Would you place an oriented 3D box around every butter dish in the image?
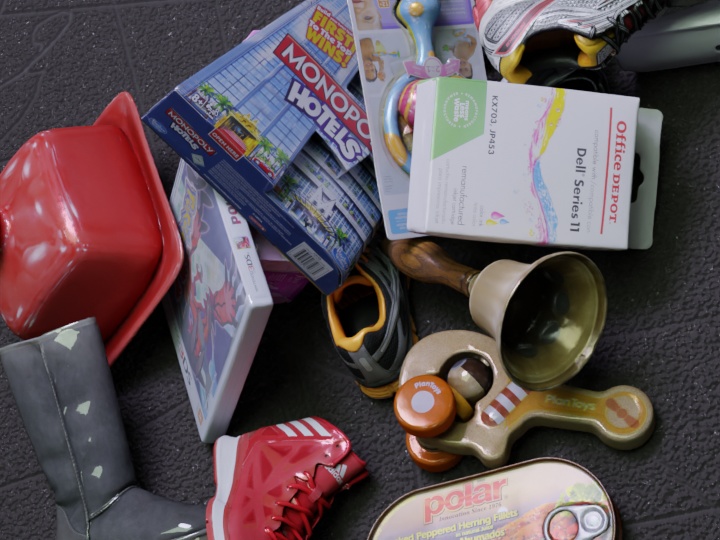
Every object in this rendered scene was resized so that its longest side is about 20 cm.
[{"bbox_3d":[-0.261,-0.028,1.587,0.200,0.147,0.201,-49,49,36],"label":"butter dish"}]

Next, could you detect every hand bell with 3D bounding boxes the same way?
[{"bbox_3d":[0.082,0.009,1.429,0.199,0.104,0.105,26,79,50],"label":"hand bell"}]

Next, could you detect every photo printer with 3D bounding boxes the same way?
[{"bbox_3d":[0.298,-0.248,1.497,0.198,0.069,0.168,-7,65,22],"label":"photo printer"}]

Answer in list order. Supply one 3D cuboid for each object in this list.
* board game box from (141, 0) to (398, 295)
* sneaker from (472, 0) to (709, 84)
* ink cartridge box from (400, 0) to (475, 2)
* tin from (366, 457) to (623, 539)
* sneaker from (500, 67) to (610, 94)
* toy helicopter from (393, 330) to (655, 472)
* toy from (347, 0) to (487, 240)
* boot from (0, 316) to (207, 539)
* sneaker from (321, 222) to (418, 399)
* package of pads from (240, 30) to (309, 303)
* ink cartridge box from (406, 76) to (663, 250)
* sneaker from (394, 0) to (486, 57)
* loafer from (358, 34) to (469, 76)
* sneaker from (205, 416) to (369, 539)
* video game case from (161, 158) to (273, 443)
[{"bbox_3d":[-0.036,-0.122,1.473,0.062,0.200,0.201,-30,22,52],"label":"board game box"},{"bbox_3d":[0.188,-0.190,1.427,0.198,0.078,0.083,-18,56,10],"label":"sneaker"},{"bbox_3d":[0.082,-0.297,1.599,0.118,0.042,0.202,0,54,-13],"label":"ink cartridge box"},{"bbox_3d":[0.098,0.207,1.404,0.198,0.042,0.113,-16,65,18],"label":"tin"},{"bbox_3d":[0.173,-0.179,1.505,0.099,0.070,0.202,15,78,61],"label":"sneaker"},{"bbox_3d":[0.127,0.090,1.436,0.198,0.079,0.133,9,62,17],"label":"toy helicopter"},{"bbox_3d":[0.061,-0.132,1.464,0.047,0.114,0.202,-26,73,62],"label":"toy"},{"bbox_3d":[-0.196,0.137,1.518,0.180,0.072,0.202,-12,82,20],"label":"boot"},{"bbox_3d":[0.000,0.000,1.522,0.078,0.077,0.202,-24,58,15],"label":"sneaker"},{"bbox_3d":[-0.079,-0.082,1.552,0.075,0.120,0.202,2,73,-18],"label":"package of pads"},{"bbox_3d":[0.140,-0.077,1.419,0.198,0.067,0.119,4,90,-12],"label":"ink cartridge box"},{"bbox_3d":[0.029,-0.228,1.609,0.199,0.082,0.074,20,74,29],"label":"sneaker"},{"bbox_3d":[0.021,-0.142,1.586,0.199,0.071,0.074,-13,75,37],"label":"loafer"},{"bbox_3d":[-0.051,0.177,1.438,0.115,0.079,0.201,-23,38,9],"label":"sneaker"},{"bbox_3d":[-0.123,0.010,1.522,0.023,0.201,0.184,-6,56,-22],"label":"video game case"}]
